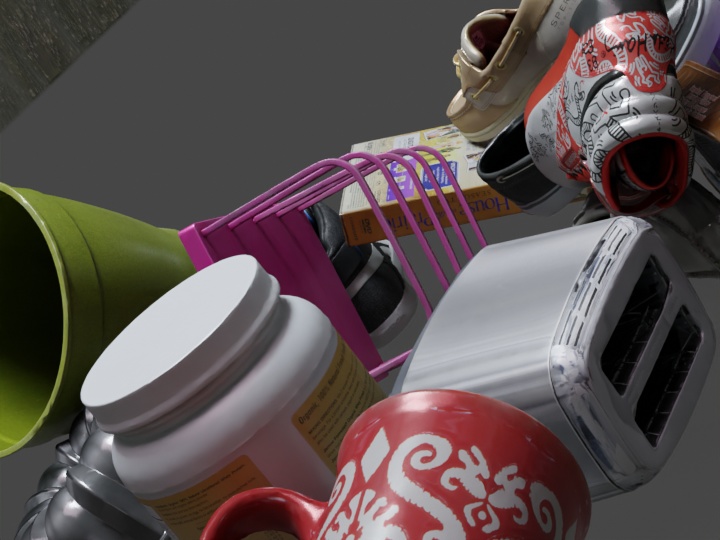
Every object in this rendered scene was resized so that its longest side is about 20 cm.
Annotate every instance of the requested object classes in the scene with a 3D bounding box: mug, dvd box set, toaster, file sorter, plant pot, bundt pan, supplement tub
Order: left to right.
[{"bbox_3d":[-0.213,0.034,1.457,0.200,0.202,0.192,-23,-14,39],"label":"plant pot"},{"bbox_3d":[-0.171,0.145,1.304,0.202,0.075,0.202,-54,13,19],"label":"bundt pan"},{"bbox_3d":[-0.047,0.106,1.065,0.144,0.200,0.145,-33,18,12],"label":"supplement tub"},{"bbox_3d":[0.000,0.000,1.237,0.125,0.140,0.200,-28,-2,18],"label":"file sorter"},{"bbox_3d":[0.010,0.177,0.909,0.177,0.134,0.201,-20,29,30],"label":"mug"},{"bbox_3d":[0.087,-0.075,1.398,0.198,0.030,0.147,-11,23,8],"label":"dvd box set"},{"bbox_3d":[0.105,0.056,1.041,0.129,0.114,0.200,-19,24,39],"label":"toaster"}]

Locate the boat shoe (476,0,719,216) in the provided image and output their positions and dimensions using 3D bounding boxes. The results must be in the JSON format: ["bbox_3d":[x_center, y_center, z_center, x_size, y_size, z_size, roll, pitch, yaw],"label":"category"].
[{"bbox_3d":[0.151,-0.111,1.226,0.200,0.056,0.069,-49,34,30],"label":"boat shoe"}]

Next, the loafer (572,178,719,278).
[{"bbox_3d":[0.180,-0.019,1.163,0.070,0.070,0.200,-46,12,-2],"label":"loafer"}]

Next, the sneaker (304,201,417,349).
[{"bbox_3d":[-0.024,-0.018,1.453,0.073,0.112,0.200,-46,18,0],"label":"sneaker"}]

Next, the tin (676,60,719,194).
[{"bbox_3d":[0.226,-0.060,1.095,0.042,0.112,0.200,-46,17,4],"label":"tin"}]

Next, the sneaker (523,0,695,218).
[{"bbox_3d":[0.142,-0.069,1.120,0.067,0.109,0.202,-4,-26,-9],"label":"sneaker"}]

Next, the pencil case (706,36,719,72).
[{"bbox_3d":[0.259,-0.151,1.218,0.085,0.085,0.200,0,18,-31],"label":"pencil case"}]

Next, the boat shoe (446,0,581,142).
[{"bbox_3d":[0.101,-0.151,1.334,0.074,0.069,0.200,-62,11,-25],"label":"boat shoe"}]
